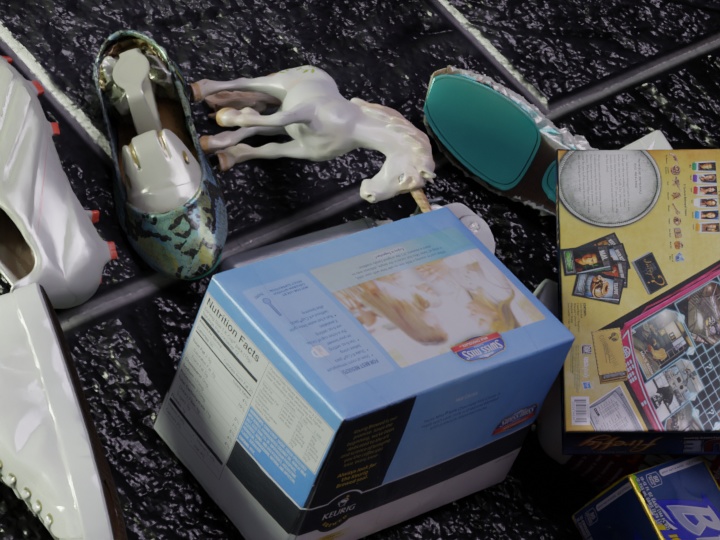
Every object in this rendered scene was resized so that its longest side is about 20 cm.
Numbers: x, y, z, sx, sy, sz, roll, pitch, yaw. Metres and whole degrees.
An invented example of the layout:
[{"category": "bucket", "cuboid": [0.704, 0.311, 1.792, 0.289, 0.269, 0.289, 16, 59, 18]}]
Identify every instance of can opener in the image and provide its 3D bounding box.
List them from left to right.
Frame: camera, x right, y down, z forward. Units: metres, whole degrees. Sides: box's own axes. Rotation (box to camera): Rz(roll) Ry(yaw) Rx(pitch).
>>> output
[{"category": "can opener", "cuboid": [0.000, 0.000, 1.672, 0.200, 0.067, 0.053, -14, 55, -29]}]

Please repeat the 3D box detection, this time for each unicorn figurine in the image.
[{"category": "unicorn figurine", "cuboid": [-0.033, -0.093, 1.681, 0.137, 0.074, 0.200, -7, 37, -15]}]

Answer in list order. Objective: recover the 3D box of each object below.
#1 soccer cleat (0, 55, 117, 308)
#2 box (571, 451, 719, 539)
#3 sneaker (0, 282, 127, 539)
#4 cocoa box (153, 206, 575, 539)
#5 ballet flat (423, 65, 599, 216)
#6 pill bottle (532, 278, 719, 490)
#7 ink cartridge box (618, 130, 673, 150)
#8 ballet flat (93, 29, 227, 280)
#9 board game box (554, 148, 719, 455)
[{"category": "soccer cleat", "cuboid": [-0.223, -0.061, 1.590, 0.077, 0.069, 0.200, -11, 58, -35]}, {"category": "box", "cuboid": [0.211, 0.215, 1.540, 0.070, 0.064, 0.200, -14, 71, -40]}, {"category": "sneaker", "cuboid": [-0.189, 0.109, 1.452, 0.084, 0.073, 0.200, -20, 64, -4]}, {"category": "cocoa box", "cuboid": [0.003, 0.067, 1.534, 0.200, 0.131, 0.133, -17, 52, -41]}, {"category": "ballet flat", "cuboid": [0.129, -0.075, 1.829, 0.200, 0.072, 0.072, 35, 40, 1]}, {"category": "pill bottle", "cuboid": [0.184, 0.094, 1.643, 0.200, 0.110, 0.110, 30, 40, -2]}, {"category": "ink cartridge box", "cuboid": [0.215, 0.008, 1.733, 0.067, 0.200, 0.116, -29, 59, 0]}, {"category": "ballet flat", "cuboid": [-0.136, -0.081, 1.653, 0.074, 0.074, 0.200, 5, 42, -27]}, {"category": "board game box", "cuboid": [0.190, 0.018, 1.586, 0.135, 0.035, 0.200, 0, 61, 2]}]
